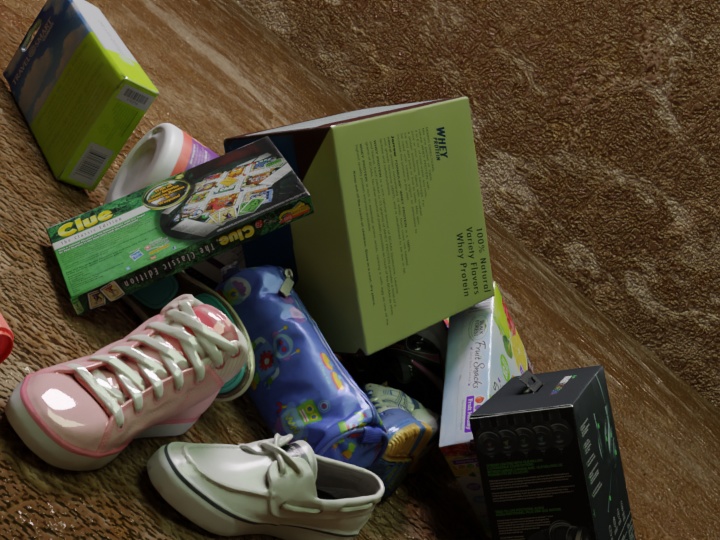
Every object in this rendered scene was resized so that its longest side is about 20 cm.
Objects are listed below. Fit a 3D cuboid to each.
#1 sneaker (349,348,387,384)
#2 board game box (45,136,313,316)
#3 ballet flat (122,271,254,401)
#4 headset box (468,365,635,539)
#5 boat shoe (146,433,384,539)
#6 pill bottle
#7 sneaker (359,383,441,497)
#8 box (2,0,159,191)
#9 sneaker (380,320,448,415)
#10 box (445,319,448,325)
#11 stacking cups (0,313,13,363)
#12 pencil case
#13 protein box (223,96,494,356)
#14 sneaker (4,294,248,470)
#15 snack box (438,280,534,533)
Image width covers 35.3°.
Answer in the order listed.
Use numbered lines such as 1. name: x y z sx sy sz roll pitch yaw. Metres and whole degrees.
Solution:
1. sneaker: 0.014 0.083 1.241 0.200 0.075 0.080 0 72 -81
2. board game box: -0.146 -0.040 0.905 0.105 0.199 0.024 -124 -166 -46
3. ballet flat: -0.142 0.039 0.924 0.200 0.070 0.069 47 15 30
4. headset box: 0.173 0.187 0.996 0.174 0.092 0.201 -20 100 -69
5. boat shoe: -0.058 0.147 0.786 0.200 0.066 0.072 30 17 -41
6. pill bottle: -0.136 -0.044 1.090 0.200 0.112 0.112 34 14 -28
7. sneaker: 0.017 0.146 1.020 0.088 0.075 0.200 35 3 12
8. box: -0.281 -0.183 1.115 0.048 0.122 0.200 21 23 -45
9. sneaker: 0.065 0.129 1.169 0.080 0.087 0.200 4 -39 37
10. box: 0.126 0.121 1.365 0.200 0.041 0.156 34 31 -24
11. stacking cups: -0.279 -0.021 0.719 0.200 0.061 0.060 47 14 24
12. pencil case: -0.052 0.081 0.929 0.078 0.087 0.200 11 39 -51
13. protein box: 0.004 -0.046 1.051 0.135 0.200 0.200 0 14 41
14. sneaker: -0.142 0.063 0.742 0.075 0.105 0.200 46 15 14
15. snack box: 0.128 0.132 1.109 0.201 0.053 0.142 -80 150 -45
